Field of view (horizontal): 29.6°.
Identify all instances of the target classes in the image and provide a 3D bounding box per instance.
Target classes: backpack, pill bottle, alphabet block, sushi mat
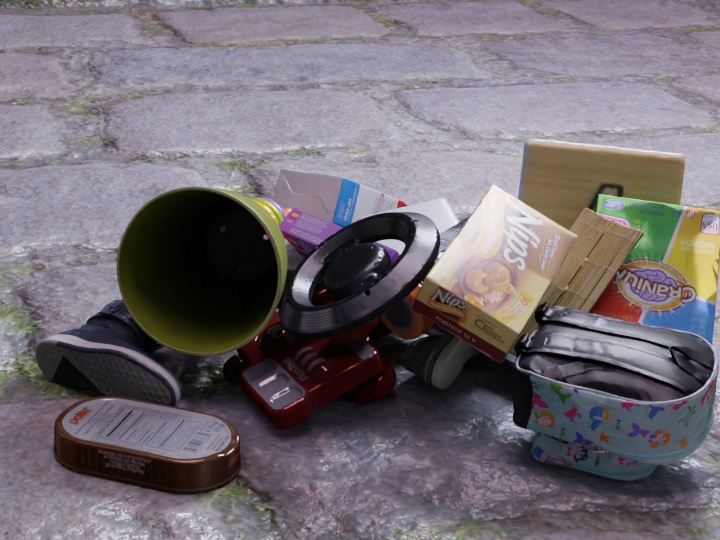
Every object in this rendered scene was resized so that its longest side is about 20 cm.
[{"bbox_3d":[0.272,0.128,1.428,0.200,0.151,0.178,5,26,24],"label":"backpack"},{"bbox_3d":[0.110,0.008,1.589,0.106,0.106,0.200,23,40,39],"label":"pill bottle"},{"bbox_3d":[0.300,-0.056,1.756,0.199,0.197,0.195,7,1,7],"label":"alphabet block"},{"bbox_3d":[0.240,0.021,1.581,0.096,0.200,0.012,32,-5,45],"label":"sushi mat"}]

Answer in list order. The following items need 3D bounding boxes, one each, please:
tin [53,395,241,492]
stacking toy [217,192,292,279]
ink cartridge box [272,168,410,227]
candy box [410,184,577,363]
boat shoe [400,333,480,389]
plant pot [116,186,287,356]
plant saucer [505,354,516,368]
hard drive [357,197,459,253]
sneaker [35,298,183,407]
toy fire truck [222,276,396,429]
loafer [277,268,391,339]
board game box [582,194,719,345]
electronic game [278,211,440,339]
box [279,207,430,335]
[{"bbox_3d":[-0.219,0.175,1.398,0.199,0.042,0.112,9,19,14],"label":"tin"},{"bbox_3d":[-0.133,-0.055,1.771,0.116,0.110,0.200,-29,-1,30],"label":"stacking toy"},{"bbox_3d":[-0.020,-0.085,1.936,0.116,0.067,0.200,11,-4,36],"label":"ink cartridge box"},{"bbox_3d":[0.149,0.000,1.491,0.115,0.055,0.200,32,42,6],"label":"candy box"},{"bbox_3d":[0.112,0.075,1.640,0.062,0.073,0.200,17,31,21],"label":"boat shoe"},{"bbox_3d":[-0.158,-0.014,1.570,0.187,0.188,0.200,7,11,9],"label":"plant pot"},{"bbox_3d":[0.251,0.101,1.639,0.200,0.039,0.201,2,22,-1],"label":"plant saucer"},{"bbox_3d":[0.087,-0.013,1.803,0.132,0.026,0.200,-14,45,-11],"label":"hard drive"},{"bbox_3d":[-0.246,0.091,1.541,0.202,0.077,0.146,17,29,32],"label":"sneaker"},{"bbox_3d":[-0.067,0.093,1.544,0.168,0.112,0.200,-27,31,-18],"label":"toy fire truck"},{"bbox_3d":[-0.049,0.048,1.703,0.200,0.073,0.072,19,-2,26],"label":"loafer"},{"bbox_3d":[0.340,0.016,1.594,0.153,0.040,0.200,8,65,8],"label":"board game box"},{"bbox_3d":[-0.003,0.003,1.488,0.200,0.042,0.200,-26,27,14],"label":"electronic game"},{"bbox_3d":[0.000,0.000,1.697,0.200,0.137,0.039,24,71,45],"label":"box"}]
